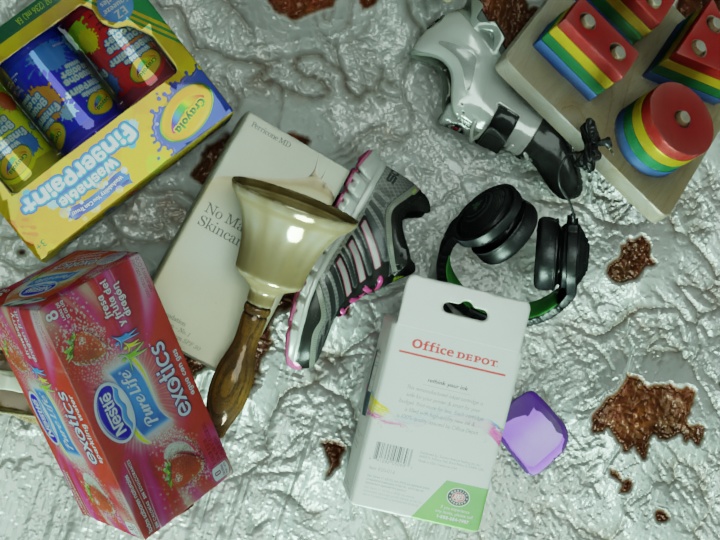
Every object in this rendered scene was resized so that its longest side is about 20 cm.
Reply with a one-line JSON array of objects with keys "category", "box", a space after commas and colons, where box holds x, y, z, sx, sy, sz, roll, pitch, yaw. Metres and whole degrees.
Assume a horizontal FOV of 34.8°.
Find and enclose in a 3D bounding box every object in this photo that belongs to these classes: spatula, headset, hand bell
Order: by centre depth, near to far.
[{"category": "hand bell", "box": [-0.082, 0.038, 0.904, 0.104, 0.104, 0.201, 18, 99, -11]}, {"category": "headset", "box": [0.145, -0.036, 0.981, 0.123, 0.200, 0.094, 24, 43, -9]}, {"category": "spatula", "box": [0.113, 0.092, 1.034, 0.056, 0.021, 0.200, -38, 96, -8]}]

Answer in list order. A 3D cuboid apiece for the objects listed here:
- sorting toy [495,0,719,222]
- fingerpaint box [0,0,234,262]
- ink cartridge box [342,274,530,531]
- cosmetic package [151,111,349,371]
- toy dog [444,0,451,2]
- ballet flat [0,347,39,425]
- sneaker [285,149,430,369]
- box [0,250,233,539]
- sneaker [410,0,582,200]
[{"category": "sorting toy", "box": [0.250, -0.182, 1.005, 0.199, 0.070, 0.200, 43, 58, -8]}, {"category": "fingerpaint box", "box": [-0.233, -0.132, 0.941, 0.200, 0.073, 0.167, -38, 96, -9]}, {"category": "ink cartridge box", "box": [0.065, 0.109, 0.987, 0.117, 0.067, 0.201, 14, 93, -6]}, {"category": "cosmetic package", "box": [-0.103, -0.020, 0.966, 0.103, 0.073, 0.200, 28, 85, -11]}, {"category": "toy dog", "box": [0.077, -0.312, 1.013, 0.200, 0.096, 0.132, -37, 93, -25]}, {"category": "ballet flat", "box": [-0.266, 0.095, 0.934, 0.199, 0.065, 0.071, 6, 87, -12]}, {"category": "sneaker", "box": [0.000, 0.000, 0.985, 0.087, 0.074, 0.200, 25, 79, -4]}, {"category": "box", "box": [-0.192, 0.092, 0.880, 0.095, 0.100, 0.201, -34, 114, -35]}, {"category": "sneaker", "box": [0.117, -0.135, 1.018, 0.088, 0.074, 0.200, -34, 88, -5]}]
